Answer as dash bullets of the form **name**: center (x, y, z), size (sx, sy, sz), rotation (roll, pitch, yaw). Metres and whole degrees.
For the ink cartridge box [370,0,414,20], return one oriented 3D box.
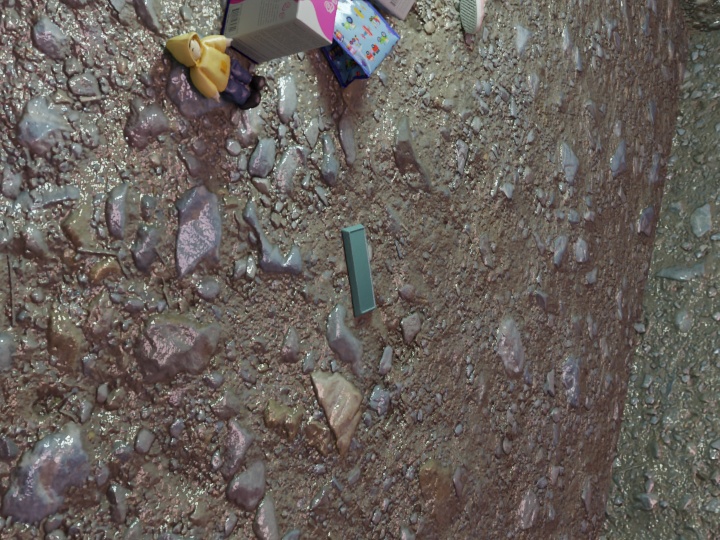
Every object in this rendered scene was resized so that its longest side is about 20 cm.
- **ink cartridge box**: center (0.054, -0.672, 1.731), size (0.199, 0.083, 0.146), rotation (19, 107, -53)

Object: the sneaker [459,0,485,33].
- **sneaker**: center (0.321, -0.740, 2.107), size (0.104, 0.075, 0.202), rotation (-9, 93, -32)

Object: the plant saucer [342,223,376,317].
- **plant saucer**: center (0.000, 0.000, 1.758), size (0.070, 0.019, 0.202), rotation (-19, 105, -49)

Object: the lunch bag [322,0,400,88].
- **lunch bag**: center (-0.029, -0.528, 1.690), size (0.200, 0.094, 0.151), rotation (51, 54, -25)

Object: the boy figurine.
- **boy figurine**: center (-0.261, -0.372, 1.412), size (0.200, 0.064, 0.125), rotation (31, 69, -49)

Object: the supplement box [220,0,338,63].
- **supplement box**: center (-0.149, -0.464, 1.441), size (0.103, 0.199, 0.102), rotation (22, 73, -48)
